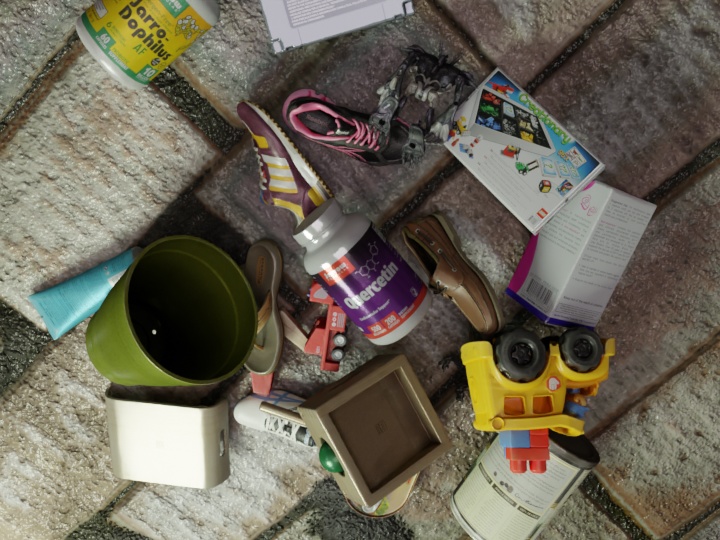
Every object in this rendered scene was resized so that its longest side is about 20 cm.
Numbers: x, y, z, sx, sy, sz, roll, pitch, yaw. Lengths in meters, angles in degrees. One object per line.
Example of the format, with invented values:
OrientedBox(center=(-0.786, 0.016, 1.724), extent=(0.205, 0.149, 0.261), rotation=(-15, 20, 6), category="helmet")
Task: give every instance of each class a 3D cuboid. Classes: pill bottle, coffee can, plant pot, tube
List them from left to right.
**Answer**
OrientedBox(center=(-0.404, 0.031, 0.988), extent=(0.199, 0.050, 0.078), rotation=(-26, 96, 12), category="tube")
OrientedBox(center=(-0.280, 0.079, 0.918), extent=(0.192, 0.201, 0.201), rotation=(-24, 108, 40), category="plant pot")
OrientedBox(center=(-0.252, -0.337, 0.842), extent=(0.200, 0.113, 0.113), rotation=(-37, 104, 9), category="pill bottle")
OrientedBox(center=(0.000, 0.000, 0.909), extent=(0.112, 0.113, 0.200), rotation=(-39, 105, 10), category="pill bottle")
OrientedBox(center=(0.252, 0.323, 1.028), extent=(0.146, 0.146, 0.201), rotation=(30, 104, -9), category="coffee can")

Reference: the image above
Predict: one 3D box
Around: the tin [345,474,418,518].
OrientedBox(center=(0.043, 0.313, 1.080), extent=(0.111, 0.042, 0.201), rotation=(20, 105, -2), category="tin")

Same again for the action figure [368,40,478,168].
OrientedBox(center=(0.077, -0.224, 0.870), extent=(0.118, 0.200, 0.102), rotation=(32, 140, 0), category="action figure")

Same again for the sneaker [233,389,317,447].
OrientedBox(center=(-0.103, 0.240, 1.039), extent=(0.199, 0.073, 0.072), rotation=(12, 108, -3), category="sneaker")

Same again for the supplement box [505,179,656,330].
OrientedBox(center=(0.308, -0.028, 0.932), extent=(0.103, 0.101, 0.201), rotation=(11, 109, -30), category="supplement box")

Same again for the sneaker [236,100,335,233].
OrientedBox(center=(-0.121, -0.142, 0.922), extent=(0.090, 0.075, 0.200), rotation=(-38, 103, 4), category="sneaker")

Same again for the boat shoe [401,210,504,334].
OrientedBox(center=(0.125, 0.011, 0.930), extent=(0.068, 0.072, 0.201), rotation=(-20, 64, -22), category="boat shoe")

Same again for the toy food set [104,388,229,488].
OrientedBox(center=(-0.311, 0.264, 1.057), extent=(0.199, 0.060, 0.144), rotation=(4, 108, 6), category="toy food set")

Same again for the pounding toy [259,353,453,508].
OrientedBox(center=(-0.011, 0.229, 0.973), extent=(0.199, 0.142, 0.185), rotation=(-29, 92, -22), category="pounding toy")

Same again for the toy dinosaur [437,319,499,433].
OrientedBox(center=(0.175, 0.159, 1.021), extent=(0.088, 0.047, 0.201), rotation=(-25, 77, 32), category="toy dinosaur")

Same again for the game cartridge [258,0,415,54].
OrientedBox(center=(-0.038, -0.381, 0.873), extent=(0.199, 0.041, 0.134), rotation=(-14, 110, 3), category="game cartridge")

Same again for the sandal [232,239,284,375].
OrientedBox(center=(-0.155, 0.055, 0.967), extent=(0.080, 0.054, 0.201), rotation=(6, 95, 25), category="sandal")

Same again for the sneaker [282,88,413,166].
OrientedBox(center=(-0.013, -0.189, 0.900), extent=(0.199, 0.095, 0.079), rotation=(15, 104, -6), category="sneaker")

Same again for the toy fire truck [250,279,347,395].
OrientedBox(center=(-0.090, 0.096, 1.007), extent=(0.140, 0.049, 0.201), rotation=(8, 106, -1), category="toy fire truck")

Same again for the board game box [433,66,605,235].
OrientedBox(center=(0.212, -0.163, 0.894), extent=(0.126, 0.035, 0.200), rotation=(-45, 73, 12), category="board game box")

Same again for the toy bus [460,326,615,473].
OrientedBox(center=(0.250, 0.179, 0.913), extent=(0.199, 0.136, 0.193), rotation=(-2, 76, -6), category="toy bus")
